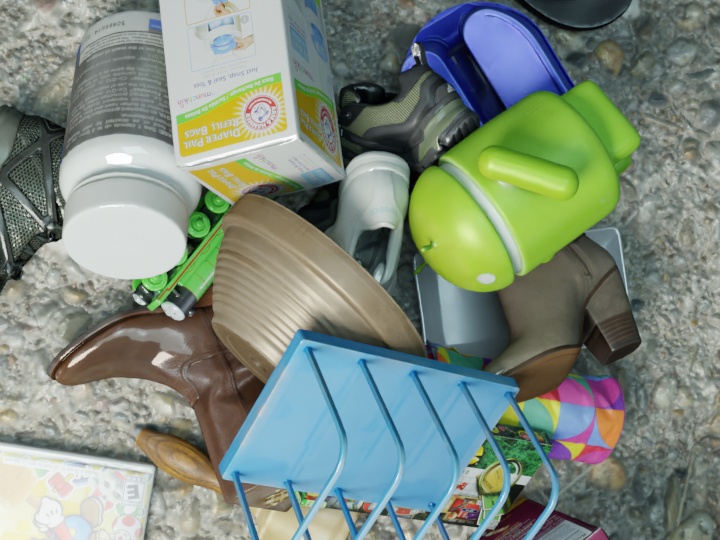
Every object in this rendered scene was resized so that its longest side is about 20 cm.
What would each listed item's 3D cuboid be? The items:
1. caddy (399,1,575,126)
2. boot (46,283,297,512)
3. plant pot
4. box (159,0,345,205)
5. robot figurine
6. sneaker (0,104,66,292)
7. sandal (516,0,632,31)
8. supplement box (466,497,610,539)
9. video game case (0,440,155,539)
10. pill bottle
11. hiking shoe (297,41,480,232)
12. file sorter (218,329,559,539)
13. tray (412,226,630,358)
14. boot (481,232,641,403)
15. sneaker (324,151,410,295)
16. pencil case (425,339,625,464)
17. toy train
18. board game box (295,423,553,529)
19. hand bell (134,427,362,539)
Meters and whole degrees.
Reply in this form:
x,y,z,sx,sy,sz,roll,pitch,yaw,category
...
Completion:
x,y,z,sx,sy,sz,roll,pitch,yaw,category
0.120,-0.142,1.167,0.141,0.105,0.201,-31,93,12,caddy
-0.140,0.123,1.089,0.186,0.064,0.201,-23,70,-13,boot
-0.051,0.042,1.044,0.201,0.201,0.093,43,75,-5,plant pot
-0.087,-0.167,1.040,0.101,0.112,0.201,-12,73,16,box
0.124,-0.063,1.048,0.200,0.176,0.116,-35,77,-9,robot figurine
-0.277,-0.029,1.098,0.114,0.076,0.200,17,79,-3,sneaker
0.160,-0.279,1.210,0.199,0.043,0.076,21,83,-9,sandal
0.161,0.279,1.099,0.103,0.200,0.131,-34,94,-10,supplement box
-0.286,0.239,1.108,0.199,0.023,0.183,10,85,-10,video game case
-0.181,-0.101,1.059,0.113,0.114,0.201,6,53,-10,pill bottle
0.009,-0.107,1.123,0.200,0.076,0.101,-36,81,33,hiking shoe
0.024,0.152,0.970,0.199,0.123,0.139,14,121,-31,file sorter
0.148,0.025,1.201,0.199,0.022,0.108,-7,89,-11,tray
0.144,0.026,1.126,0.199,0.070,0.147,-13,59,-35,boot
0.000,0.000,1.089,0.075,0.200,0.089,2,49,-6,sneaker
0.130,0.114,1.151,0.199,0.088,0.089,14,84,-18,pencil case
-0.120,-0.038,1.124,0.056,0.042,0.200,41,64,-11,toy train
0.054,0.162,1.086,0.199,0.023,0.105,13,119,-30,board game box
-0.104,0.191,1.127,0.199,0.104,0.104,28,82,5,hand bell
